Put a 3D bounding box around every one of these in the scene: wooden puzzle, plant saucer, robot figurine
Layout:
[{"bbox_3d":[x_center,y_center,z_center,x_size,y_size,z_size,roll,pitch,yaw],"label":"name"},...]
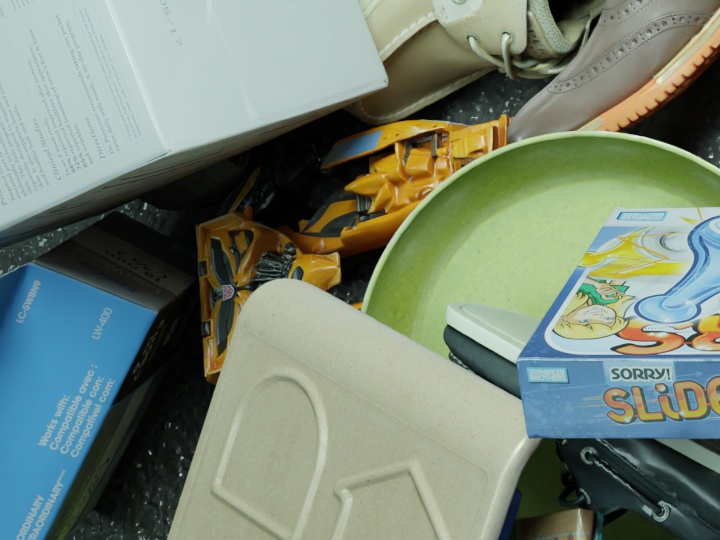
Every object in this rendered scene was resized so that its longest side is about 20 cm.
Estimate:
[{"bbox_3d":[-0.011,0.122,1.163,0.185,0.046,0.200,28,98,49],"label":"wooden puzzle"},{"bbox_3d":[0.096,0.043,1.183,0.200,0.031,0.201,1,94,19],"label":"plant saucer"},{"bbox_3d":[0.000,0.000,1.297,0.200,0.058,0.145,-15,73,38],"label":"robot figurine"}]

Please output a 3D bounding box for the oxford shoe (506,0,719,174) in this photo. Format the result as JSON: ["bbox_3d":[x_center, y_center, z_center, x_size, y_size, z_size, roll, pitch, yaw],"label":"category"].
[{"bbox_3d":[0.127,-0.117,1.190,0.200,0.071,0.073,-41,90,18],"label":"oxford shoe"}]

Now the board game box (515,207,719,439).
[{"bbox_3d":[0.171,0.017,1.063,0.200,0.135,0.035,-1,115,22],"label":"board game box"}]

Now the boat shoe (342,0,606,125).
[{"bbox_3d":[0.067,-0.117,1.258,0.200,0.072,0.065,-36,59,24],"label":"boat shoe"}]

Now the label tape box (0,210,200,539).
[{"bbox_3d":[-0.141,0.061,1.319,0.063,0.200,0.144,28,103,3],"label":"label tape box"}]

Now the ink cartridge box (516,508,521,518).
[{"bbox_3d":[0.002,0.216,1.235,0.196,0.043,0.200,-16,68,21],"label":"ink cartridge box"}]

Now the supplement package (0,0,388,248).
[{"bbox_3d":[-0.127,-0.105,1.273,0.200,0.151,0.152,-22,90,41],"label":"supplement package"}]

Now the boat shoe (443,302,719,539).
[{"bbox_3d":[0.110,0.078,1.126,0.199,0.074,0.066,26,106,16],"label":"boat shoe"}]

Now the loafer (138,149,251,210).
[{"bbox_3d":[-0.087,-0.130,1.395,0.070,0.070,0.201,-18,79,42],"label":"loafer"}]

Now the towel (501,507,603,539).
[{"bbox_3d":[0.023,0.175,1.157,0.200,0.022,0.147,-15,68,48],"label":"towel"}]
